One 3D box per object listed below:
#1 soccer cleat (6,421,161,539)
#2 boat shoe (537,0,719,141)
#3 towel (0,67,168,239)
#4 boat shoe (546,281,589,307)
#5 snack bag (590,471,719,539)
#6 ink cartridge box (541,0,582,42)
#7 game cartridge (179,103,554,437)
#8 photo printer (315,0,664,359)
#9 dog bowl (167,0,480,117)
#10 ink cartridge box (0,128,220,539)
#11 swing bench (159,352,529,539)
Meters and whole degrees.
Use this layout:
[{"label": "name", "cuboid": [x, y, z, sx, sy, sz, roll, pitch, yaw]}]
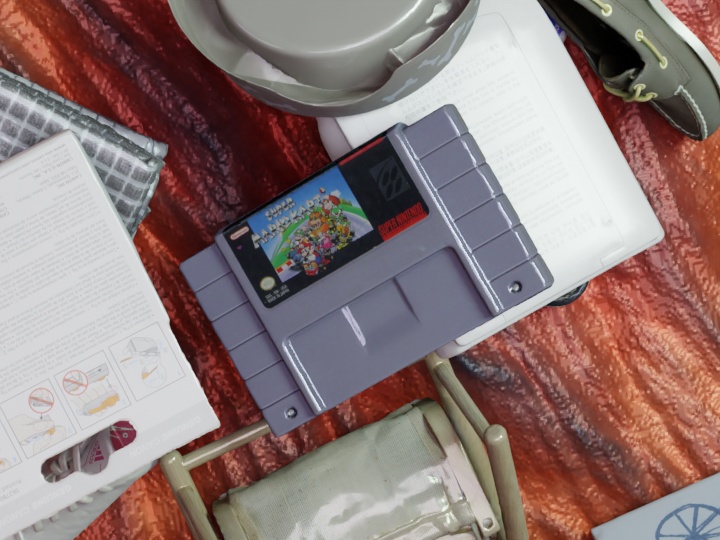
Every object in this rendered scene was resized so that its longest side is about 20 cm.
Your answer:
[{"label": "soccer cleat", "cuboid": [-0.185, 0.129, 1.380, 0.200, 0.086, 0.070, -45, 99, -2]}, {"label": "boat shoe", "cuboid": [0.172, -0.146, 1.392, 0.060, 0.072, 0.202, -53, 127, -14]}, {"label": "towel", "cuboid": [-0.237, -0.043, 1.360, 0.200, 0.086, 0.166, 26, 91, -10]}, {"label": "boat shoe", "cuboid": [0.075, -0.046, 1.417, 0.075, 0.062, 0.200, -45, 99, -2]}, {"label": "snack bag", "cuboid": [0.277, 0.210, 1.423, 0.188, 0.200, 0.021, -22, 141, -8]}, {"label": "ink cartridge box", "cuboid": [0.057, -0.218, 1.409, 0.200, 0.043, 0.198, 28, 90, -10]}, {"label": "game cartridge", "cuboid": [0.000, 0.000, 1.301, 0.200, 0.038, 0.130, -30, 94, 19]}, {"label": "photo printer", "cuboid": [0.073, -0.069, 1.349, 0.166, 0.069, 0.200, -29, 91, -11]}, {"label": "dog bowl", "cuboid": [-0.016, -0.182, 1.311, 0.199, 0.059, 0.201, -4, 66, 10]}, {"label": "ink cartridge box", "cuboid": [-0.198, 0.039, 1.302, 0.161, 0.050, 0.200, -28, 95, -3]}, {"label": "swing bench", "cuboid": [0.006, 0.180, 1.386, 0.199, 0.130, 0.200, -24, 126, -7]}]
